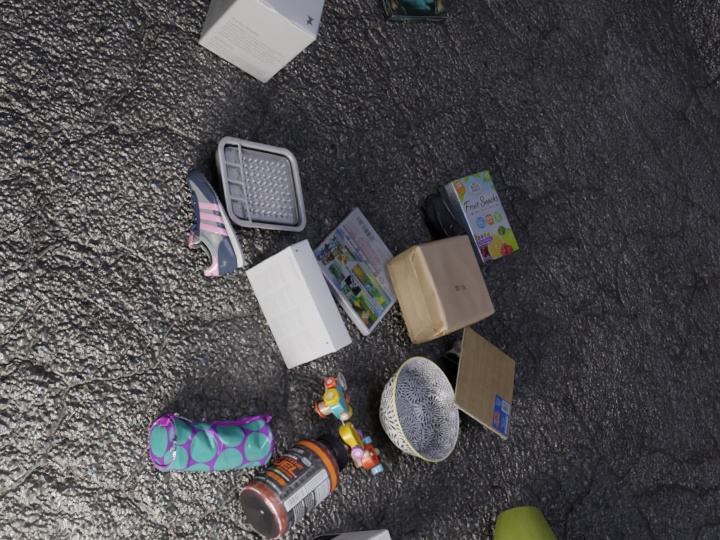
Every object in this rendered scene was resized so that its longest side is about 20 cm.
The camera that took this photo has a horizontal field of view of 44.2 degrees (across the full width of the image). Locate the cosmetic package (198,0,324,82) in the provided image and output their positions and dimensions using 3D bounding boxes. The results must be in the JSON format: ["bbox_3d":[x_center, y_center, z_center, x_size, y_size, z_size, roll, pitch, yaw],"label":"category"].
[{"bbox_3d":[-0.187,-0.510,1.726,0.163,0.199,0.168,27,59,-29],"label":"cosmetic package"}]

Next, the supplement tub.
[{"bbox_3d":[-0.108,0.365,1.537,0.199,0.106,0.108,-33,96,-42],"label":"supplement tub"}]

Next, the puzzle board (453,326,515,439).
[{"bbox_3d":[0.259,0.234,1.850,0.150,0.017,0.202,35,45,-21],"label":"puzzle board"}]

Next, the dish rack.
[{"bbox_3d":[-0.195,-0.156,1.683,0.198,0.043,0.175,4,71,-47],"label":"dish rack"}]

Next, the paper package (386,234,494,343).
[{"bbox_3d":[0.169,0.036,1.867,0.198,0.103,0.194,-13,83,-50],"label":"paper package"}]

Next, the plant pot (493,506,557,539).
[{"bbox_3d":[0.340,0.593,1.794,0.185,0.187,0.203,19,48,-33],"label":"plant pot"}]

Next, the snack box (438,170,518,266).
[{"bbox_3d":[0.277,-0.119,2.064,0.141,0.053,0.203,-19,87,-43],"label":"snack box"}]

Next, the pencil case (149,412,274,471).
[{"bbox_3d":[-0.243,0.283,1.468,0.198,0.085,0.094,7,96,-38],"label":"pencil case"}]

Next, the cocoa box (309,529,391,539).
[{"bbox_3d":[-0.038,0.522,1.474,0.132,0.199,0.133,-14,83,-41],"label":"cocoa box"}]

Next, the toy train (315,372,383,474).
[{"bbox_3d":[-0.027,0.296,1.657,0.203,0.055,0.150,65,7,8],"label":"toy train"}]

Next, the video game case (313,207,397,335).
[{"bbox_3d":[0.000,0.000,1.815,0.201,0.022,0.183,53,49,-13],"label":"video game case"}]

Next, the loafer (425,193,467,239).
[{"bbox_3d":[0.208,-0.082,1.982,0.068,0.070,0.203,-25,90,-43],"label":"loafer"}]

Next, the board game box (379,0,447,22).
[{"bbox_3d":[0.119,-0.671,2.151,0.198,0.028,0.137,-14,82,-42],"label":"board game box"}]

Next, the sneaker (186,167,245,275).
[{"bbox_3d":[-0.281,-0.085,1.588,0.081,0.070,0.202,-24,80,-17],"label":"sneaker"}]

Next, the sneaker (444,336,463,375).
[{"bbox_3d":[0.269,0.223,1.921,0.200,0.073,0.080,49,48,-15],"label":"sneaker"}]

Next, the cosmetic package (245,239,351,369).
[{"bbox_3d":[-0.114,0.064,1.611,0.051,0.150,0.203,-24,90,-41],"label":"cosmetic package"}]

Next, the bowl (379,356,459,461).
[{"bbox_3d":[0.099,0.280,1.737,0.199,0.093,0.204,24,56,-41],"label":"bowl"}]
